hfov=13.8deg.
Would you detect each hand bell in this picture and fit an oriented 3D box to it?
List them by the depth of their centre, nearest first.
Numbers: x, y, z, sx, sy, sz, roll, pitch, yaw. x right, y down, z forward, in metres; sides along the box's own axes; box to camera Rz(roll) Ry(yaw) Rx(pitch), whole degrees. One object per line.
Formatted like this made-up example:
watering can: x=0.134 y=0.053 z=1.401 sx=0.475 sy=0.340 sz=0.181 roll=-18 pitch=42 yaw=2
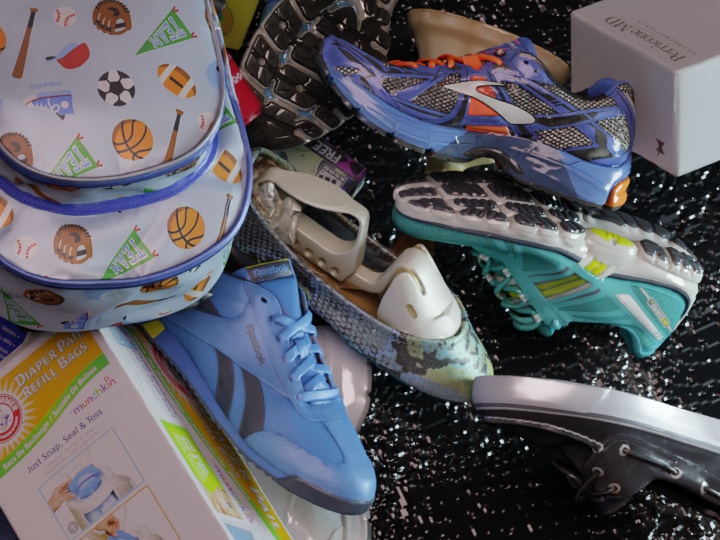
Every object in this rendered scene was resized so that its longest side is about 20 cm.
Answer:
hand bell: x=0.044 y=-0.042 z=1.752 sx=0.104 sy=0.104 sz=0.201 roll=20 pitch=85 yaw=0

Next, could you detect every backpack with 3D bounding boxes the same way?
backpack: x=-0.141 y=-0.069 z=1.560 sx=0.199 sy=0.154 sz=0.191 roll=-14 pitch=77 yaw=-12

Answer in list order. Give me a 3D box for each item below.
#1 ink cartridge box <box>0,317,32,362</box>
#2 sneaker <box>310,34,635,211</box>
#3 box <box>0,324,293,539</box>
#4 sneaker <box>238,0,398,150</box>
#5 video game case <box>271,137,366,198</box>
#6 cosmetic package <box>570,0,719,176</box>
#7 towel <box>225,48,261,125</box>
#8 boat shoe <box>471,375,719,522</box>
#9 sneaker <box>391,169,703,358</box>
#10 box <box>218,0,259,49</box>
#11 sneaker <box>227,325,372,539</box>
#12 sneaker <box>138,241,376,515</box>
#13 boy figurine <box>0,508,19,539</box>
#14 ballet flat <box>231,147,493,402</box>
ink cartridge box: x=-0.221 y=0.000 z=1.668 sx=0.095 sy=0.037 sz=0.201 roll=31 pitch=69 yaw=-23
sneaker: x=0.066 y=-0.099 z=1.680 sx=0.199 sy=0.075 sz=0.079 roll=17 pitch=97 yaw=-15
box: x=-0.118 y=0.131 z=1.606 sx=0.101 sy=0.112 sz=0.200 roll=-39 pitch=66 yaw=10
sneaker: x=-0.023 y=-0.144 z=1.762 sx=0.078 sy=0.090 sz=0.200 roll=39 pitch=60 yaw=-14
video game case: x=-0.127 y=-0.042 z=1.745 sx=0.200 sy=0.036 sz=0.182 roll=35 pitch=73 yaw=5
cosmetic package: x=0.231 y=-0.133 z=1.748 sx=0.199 sy=0.072 sz=0.101 roll=-22 pitch=36 yaw=-28
towel: x=-0.162 y=-0.129 z=1.656 sx=0.144 sy=0.022 sz=0.200 roll=-35 pitch=102 yaw=-7
boat shoe: x=0.150 y=0.108 z=1.697 sx=0.199 sy=0.070 sz=0.067 roll=16 pitch=79 yaw=-28
sneaker: x=0.105 y=-0.001 z=1.713 sx=0.199 sy=0.078 sz=0.080 roll=19 pitch=108 yaw=-22
box: x=-0.068 y=-0.223 z=1.747 sx=0.048 sy=0.117 sz=0.201 roll=16 pitch=62 yaw=-6
sneaker: x=-0.041 y=0.122 z=1.679 sx=0.087 sy=0.075 sz=0.201 roll=7 pitch=63 yaw=-18
sneaker: x=-0.050 y=0.046 z=1.623 sx=0.200 sy=0.066 sz=0.079 roll=49 pitch=112 yaw=26
boy figurine: x=-0.181 y=0.201 z=1.646 sx=0.124 sy=0.064 sz=0.200 roll=-36 pitch=77 yaw=-30
ballet flat: x=0.000 y=0.000 z=1.678 sx=0.200 sy=0.074 sz=0.074 roll=33 pitch=72 yaw=-3
